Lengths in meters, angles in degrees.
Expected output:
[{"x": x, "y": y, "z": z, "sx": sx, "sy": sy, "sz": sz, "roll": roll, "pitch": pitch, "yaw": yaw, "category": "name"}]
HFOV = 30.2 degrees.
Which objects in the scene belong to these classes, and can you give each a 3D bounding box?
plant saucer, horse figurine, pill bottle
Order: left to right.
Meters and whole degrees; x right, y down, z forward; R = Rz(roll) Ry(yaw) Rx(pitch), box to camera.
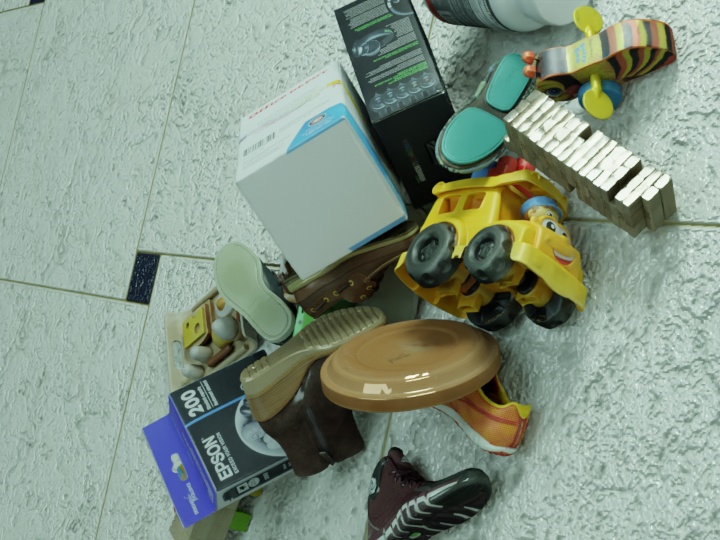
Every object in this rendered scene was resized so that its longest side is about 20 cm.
[{"x": -0.083, "y": -0.009, "z": 1.745, "sx": 0.200, "sy": 0.049, "sz": 0.134, "roll": 95, "pitch": 173, "yaw": -69, "category": "horse figurine"}, {"x": 0.053, "y": 0.096, "z": 1.446, "sx": 0.199, "sy": 0.199, "sz": 0.033, "roll": 15, "pitch": 122, "yaw": 53, "category": "plant saucer"}, {"x": 0.166, "y": -0.336, "z": 1.535, "sx": 0.199, "sy": 0.115, "sz": 0.117, "roll": 20, "pitch": 93, "yaw": 53, "category": "pill bottle"}]

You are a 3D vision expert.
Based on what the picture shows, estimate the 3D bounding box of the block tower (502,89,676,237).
[{"x": 0.228, "y": -0.111, "z": 1.365, "sx": 0.054, "sy": 0.058, "sz": 0.200, "roll": -41, "pitch": 53, "yaw": -12, "category": "block tower"}]

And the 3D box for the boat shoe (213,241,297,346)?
[{"x": -0.134, "y": 0.037, "z": 1.825, "sx": 0.075, "sy": 0.066, "sz": 0.199, "roll": -47, "pitch": 49, "yaw": 0, "category": "boat shoe"}]

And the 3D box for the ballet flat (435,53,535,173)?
[{"x": 0.138, "y": -0.158, "z": 1.479, "sx": 0.074, "sy": 0.075, "sz": 0.200, "roll": -15, "pitch": 29, "yaw": 49, "category": "ballet flat"}]

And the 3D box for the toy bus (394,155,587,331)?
[{"x": 0.160, "y": -0.046, "z": 1.443, "sx": 0.199, "sy": 0.135, "sz": 0.194, "roll": -4, "pitch": 58, "yaw": 50, "category": "toy bus"}]

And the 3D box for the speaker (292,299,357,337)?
[{"x": -0.036, "y": 0.067, "z": 1.674, "sx": 0.088, "sy": 0.088, "sz": 0.203, "roll": 4, "pitch": 80, "yaw": 52, "category": "speaker"}]

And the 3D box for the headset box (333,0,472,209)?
[{"x": 0.058, "y": -0.198, "z": 1.562, "sx": 0.092, "sy": 0.175, "sz": 0.202, "roll": -22, "pitch": 52, "yaw": 7, "category": "headset box"}]

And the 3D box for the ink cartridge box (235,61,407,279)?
[{"x": -0.047, "y": -0.121, "z": 1.558, "sx": 0.146, "sy": 0.147, "sz": 0.201, "roll": -29, "pitch": 25, "yaw": 11, "category": "ink cartridge box"}]

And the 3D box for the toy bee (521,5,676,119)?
[{"x": 0.229, "y": -0.206, "z": 1.412, "sx": 0.200, "sy": 0.108, "sz": 0.132, "roll": -48, "pitch": 43, "yaw": 29, "category": "toy bee"}]

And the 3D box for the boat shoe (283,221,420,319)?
[{"x": -0.001, "y": 0.000, "z": 1.577, "sx": 0.199, "sy": 0.072, "sz": 0.068, "roll": -25, "pitch": 98, "yaw": 35, "category": "boat shoe"}]

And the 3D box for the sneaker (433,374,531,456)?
[{"x": 0.115, "y": 0.129, "z": 1.474, "sx": 0.199, "sy": 0.073, "sz": 0.078, "roll": 32, "pitch": 102, "yaw": 41, "category": "sneaker"}]

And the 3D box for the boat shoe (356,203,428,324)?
[{"x": 0.043, "y": 0.017, "z": 1.631, "sx": 0.063, "sy": 0.072, "sz": 0.203, "roll": -37, "pitch": -37, "yaw": -79, "category": "boat shoe"}]

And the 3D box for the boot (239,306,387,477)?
[{"x": -0.031, "y": 0.145, "z": 1.600, "sx": 0.198, "sy": 0.167, "sz": 0.073, "roll": -27, "pitch": 29, "yaw": 6, "category": "boot"}]

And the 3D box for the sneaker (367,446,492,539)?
[{"x": 0.062, "y": 0.238, "z": 1.494, "sx": 0.200, "sy": 0.075, "sz": 0.117, "roll": -41, "pitch": 45, "yaw": 37, "category": "sneaker"}]

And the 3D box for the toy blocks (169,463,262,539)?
[{"x": -0.211, "y": 0.295, "z": 1.826, "sx": 0.137, "sy": 0.099, "sz": 0.202, "roll": 32, "pitch": 102, "yaw": 64, "category": "toy blocks"}]

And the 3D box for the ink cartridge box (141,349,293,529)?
[{"x": -0.175, "y": 0.213, "z": 1.737, "sx": 0.198, "sy": 0.044, "sz": 0.199, "roll": -27, "pitch": 43, "yaw": -10, "category": "ink cartridge box"}]

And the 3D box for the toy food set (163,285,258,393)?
[{"x": -0.222, "y": 0.079, "z": 1.931, "sx": 0.200, "sy": 0.060, "sz": 0.145, "roll": -38, "pitch": 50, "yaw": 38, "category": "toy food set"}]
